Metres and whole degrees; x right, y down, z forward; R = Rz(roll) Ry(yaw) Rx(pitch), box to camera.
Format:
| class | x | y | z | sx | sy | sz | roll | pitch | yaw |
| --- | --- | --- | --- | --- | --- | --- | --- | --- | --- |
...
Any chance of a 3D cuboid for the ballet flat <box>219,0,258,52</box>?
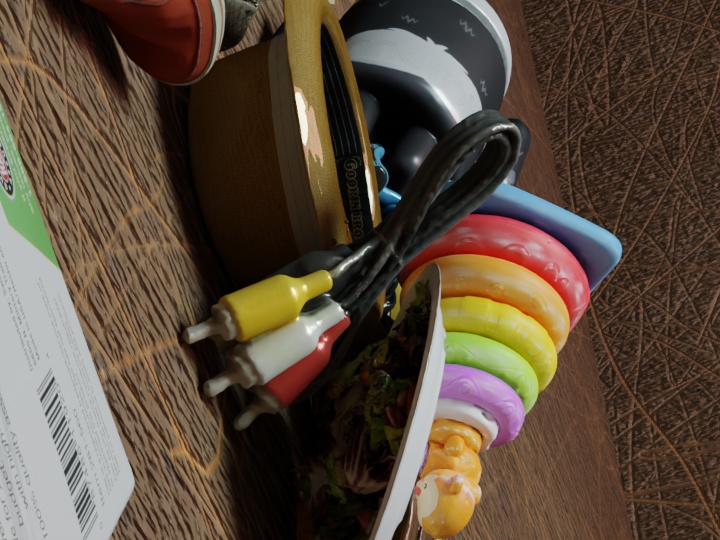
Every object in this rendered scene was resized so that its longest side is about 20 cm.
| class | x | y | z | sx | sy | sz | roll | pitch | yaw |
| --- | --- | --- | --- | --- | --- | --- | --- | --- | --- |
| ballet flat | -0.092 | -0.168 | 1.322 | 0.200 | 0.046 | 0.067 | 54 | 22 | -66 |

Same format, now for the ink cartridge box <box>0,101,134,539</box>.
| class | x | y | z | sx | sy | sz | roll | pitch | yaw |
| --- | --- | --- | --- | --- | --- | --- | --- | --- | --- |
| ink cartridge box | -0.130 | 0.035 | 0.626 | 0.200 | 0.084 | 0.146 | -71 | 144 | -74 |

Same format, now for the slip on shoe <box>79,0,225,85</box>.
| class | x | y | z | sx | sy | sz | roll | pitch | yaw |
| --- | --- | --- | --- | --- | --- | --- | --- | --- | --- |
| slip on shoe | -0.112 | -0.141 | 1.133 | 0.061 | 0.074 | 0.200 | -62 | 159 | -22 |

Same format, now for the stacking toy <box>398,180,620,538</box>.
| class | x | y | z | sx | sy | sz | roll | pitch | yaw |
| --- | --- | --- | --- | --- | --- | --- | --- | --- | --- |
| stacking toy | 0.060 | 0.059 | 1.378 | 0.116 | 0.110 | 0.200 | 127 | -17 | -54 |

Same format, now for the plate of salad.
| class | x | y | z | sx | sy | sz | roll | pitch | yaw |
| --- | --- | --- | --- | --- | --- | --- | --- | --- | --- |
| plate of salad | -0.002 | 0.089 | 1.270 | 0.200 | 0.048 | 0.200 | -162 | -90 | -85 |

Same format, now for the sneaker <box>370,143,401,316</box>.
| class | x | y | z | sx | sy | sz | roll | pitch | yaw |
| --- | --- | --- | --- | --- | --- | --- | --- | --- | --- |
| sneaker | 0.000 | 0.000 | 1.497 | 0.200 | 0.082 | 0.073 | 65 | 11 | -53 |

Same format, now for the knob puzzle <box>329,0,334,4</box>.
| class | x | y | z | sx | sy | sz | roll | pitch | yaw |
| --- | --- | --- | --- | --- | --- | --- | --- | --- | --- |
| knob puzzle | -0.045 | -0.283 | 1.860 | 0.220 | 0.030 | 0.220 | -15 | 90 | -81 |

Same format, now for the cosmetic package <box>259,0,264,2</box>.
| class | x | y | z | sx | sy | sz | roll | pitch | yaw |
| --- | --- | --- | --- | --- | --- | --- | --- | --- | --- |
| cosmetic package | -0.022 | -0.278 | 1.441 | 0.167 | 0.200 | 0.166 | -96 | 168 | -47 |

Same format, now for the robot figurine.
| class | x | y | z | sx | sy | sz | roll | pitch | yaw |
| --- | --- | --- | --- | --- | --- | --- | --- | --- | --- |
| robot figurine | 0.025 | -0.108 | 1.628 | 0.150 | 0.125 | 0.200 | 65 | 30 | -26 |

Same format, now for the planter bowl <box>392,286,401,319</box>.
| class | x | y | z | sx | sy | sz | roll | pitch | yaw |
| --- | --- | --- | --- | --- | --- | --- | --- | --- | --- |
| planter bowl | 0.028 | -0.058 | 1.764 | 0.200 | 0.083 | 0.200 | -15 | 90 | -80 |

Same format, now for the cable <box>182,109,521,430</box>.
| class | x | y | z | sx | sy | sz | roll | pitch | yaw |
| --- | --- | --- | --- | --- | --- | --- | --- | --- | --- |
| cable | 0.006 | 0.006 | 1.236 | 0.050 | 0.200 | 0.097 | 50 | -11 | 44 |

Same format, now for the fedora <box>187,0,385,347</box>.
| class | x | y | z | sx | sy | sz | roll | pitch | yaw |
| --- | --- | --- | --- | --- | --- | --- | --- | --- | --- |
| fedora | -0.042 | -0.054 | 1.333 | 0.201 | 0.082 | 0.201 | -10 | 90 | -82 |

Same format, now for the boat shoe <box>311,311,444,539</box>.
| class | x | y | z | sx | sy | sz | roll | pitch | yaw |
| --- | --- | --- | --- | --- | --- | --- | --- | --- | --- |
| boat shoe | 0.008 | 0.102 | 1.410 | 0.068 | 0.072 | 0.200 | 63 | 17 | -61 |
